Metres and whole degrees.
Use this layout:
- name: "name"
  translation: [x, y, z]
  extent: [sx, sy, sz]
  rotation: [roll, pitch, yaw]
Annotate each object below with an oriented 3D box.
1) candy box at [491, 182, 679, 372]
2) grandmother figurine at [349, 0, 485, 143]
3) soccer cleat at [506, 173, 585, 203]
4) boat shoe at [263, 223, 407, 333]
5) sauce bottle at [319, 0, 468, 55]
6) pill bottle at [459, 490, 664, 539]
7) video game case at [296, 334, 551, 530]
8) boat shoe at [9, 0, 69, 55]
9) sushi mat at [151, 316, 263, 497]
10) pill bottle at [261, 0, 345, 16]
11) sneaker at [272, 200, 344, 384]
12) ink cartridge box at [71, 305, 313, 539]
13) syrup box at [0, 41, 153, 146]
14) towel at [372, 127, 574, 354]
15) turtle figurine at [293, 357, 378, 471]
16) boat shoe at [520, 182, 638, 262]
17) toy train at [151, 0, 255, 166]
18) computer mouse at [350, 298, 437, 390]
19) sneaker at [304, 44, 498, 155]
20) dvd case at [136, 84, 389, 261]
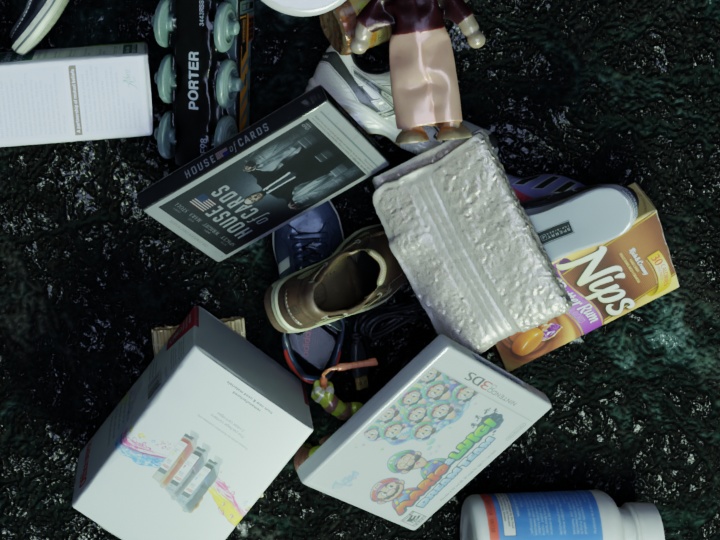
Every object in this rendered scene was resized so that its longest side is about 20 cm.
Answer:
- name: "candy box"
  translation: [0.211, 0.007, 1.595]
  extent: [0.200, 0.056, 0.117]
  rotation: [-28, 132, 0]
- name: "grandmother figurine"
  translation: [0.050, -0.217, 1.443]
  extent: [0.121, 0.061, 0.200]
  rotation: [-5, 96, -5]
- name: "soccer cleat"
  translation: [0.146, -0.069, 1.575]
  extent: [0.200, 0.076, 0.067]
  rotation: [12, 103, -10]
- name: "boat shoe"
  translation: [0.003, 0.006, 1.524]
  extent: [0.202, 0.075, 0.075]
  rotation: [-33, 101, -41]
- name: "sauce bottle"
  translation: [0.059, -0.265, 1.503]
  extent: [0.200, 0.066, 0.066]
  rotation: [-25, 107, -14]
- name: "pill bottle"
  translation: [0.210, 0.286, 1.661]
  extent: [0.200, 0.112, 0.112]
  rotation: [-2, 105, -7]
- name: "video game case"
  translation: [0.065, 0.163, 1.548]
  extent: [0.200, 0.024, 0.182]
  rotation: [-44, 136, 15]
- name: "boat shoe"
  translation: [-0.281, -0.294, 1.458]
  extent: [0.062, 0.075, 0.200]
  rotation: [24, 91, -10]
- name: "sushi mat"
  translation: [-0.156, 0.148, 1.626]
  extent: [0.096, 0.012, 0.200]
  rotation: [-6, 105, -5]
- name: "pill bottle"
  translation: [-0.059, -0.294, 1.423]
  extent: [0.114, 0.200, 0.114]
  rotation: [-2, 105, -6]
- name: "sneaker"
  translation: [-0.046, 0.018, 1.569]
  extent: [0.075, 0.085, 0.200]
  rotation: [-7, 105, -6]
- name: "ink cartridge box"
  translation: [-0.165, 0.168, 1.548]
  extent: [0.145, 0.145, 0.200]
  rotation: [37, 99, -14]
- name: "syrup box"
  translation: [-0.297, -0.164, 1.489]
  extent: [0.200, 0.079, 0.081]
  rotation: [-4, 106, -6]
- name: "towel"
  translation: [0.102, -0.024, 1.503]
  extent: [0.133, 0.034, 0.200]
  rotation: [-27, 93, 23]
- name: "turtle figurine"
  translation: [0.018, 0.172, 1.597]
  extent: [0.200, 0.064, 0.161]
  rotation: [22, 133, -28]
- name: "boat shoe"
  translation: [0.175, -0.041, 1.528]
  extent: [0.200, 0.066, 0.070]
  rotation: [-21, 94, 25]
- name: "toy train"
  translation: [-0.140, -0.183, 1.487]
  extent: [0.085, 0.114, 0.200]
  rotation: [6, 107, 15]
- name: "computer mouse"
  translation: [0.066, 0.120, 1.631]
  extent: [0.140, 0.046, 0.200]
  rotation: [-12, 106, -5]
- name: "sneaker"
  translation: [0.049, -0.163, 1.538]
  extent: [0.200, 0.076, 0.088]
  rotation: [18, 102, -12]
- name: "dvd case"
  translation: [-0.088, -0.086, 1.484]
  extent: [0.200, 0.150, 0.025]
  rotation: [-30, 62, 12]
